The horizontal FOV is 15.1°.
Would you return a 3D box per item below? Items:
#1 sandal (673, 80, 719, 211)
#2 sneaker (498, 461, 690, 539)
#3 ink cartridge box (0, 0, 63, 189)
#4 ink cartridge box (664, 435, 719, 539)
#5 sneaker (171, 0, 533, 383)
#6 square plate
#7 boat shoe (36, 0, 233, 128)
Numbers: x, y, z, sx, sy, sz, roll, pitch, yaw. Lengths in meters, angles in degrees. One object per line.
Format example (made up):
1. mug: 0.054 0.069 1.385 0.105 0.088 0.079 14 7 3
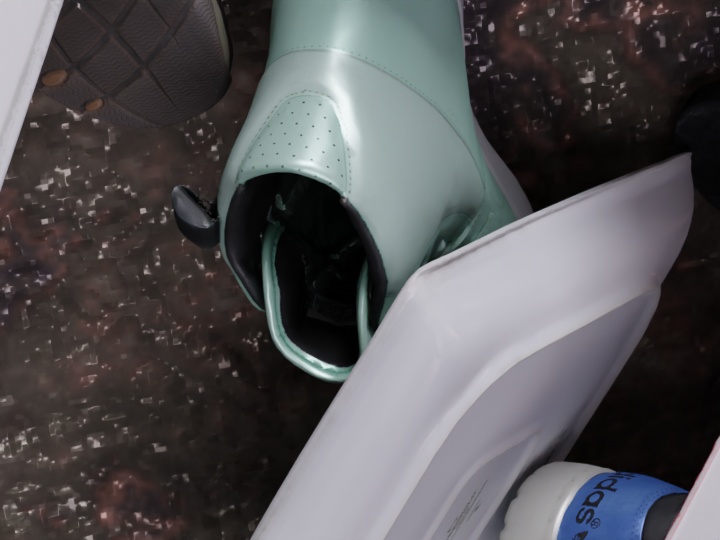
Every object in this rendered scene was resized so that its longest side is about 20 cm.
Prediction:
1. sandal: 0.184 -0.042 0.814 0.045 0.199 0.075 -50 128 -30
2. sneaker: 0.125 0.146 0.862 0.077 0.111 0.200 -50 131 -35
3. ink cartridge box: -0.164 -0.099 0.633 0.085 0.146 0.200 -22 128 31
4. ink cartridge box: 0.151 0.081 0.770 0.176 0.045 0.201 31 86 -27
5. sneaker: 0.000 0.000 0.792 0.073 0.119 0.201 5 143 18
6. square plate: 0.023 0.065 0.817 0.028 0.198 0.200 38 116 17
7. boat shoe: -0.090 -0.125 0.752 0.074 0.073 0.200 -11 133 26
